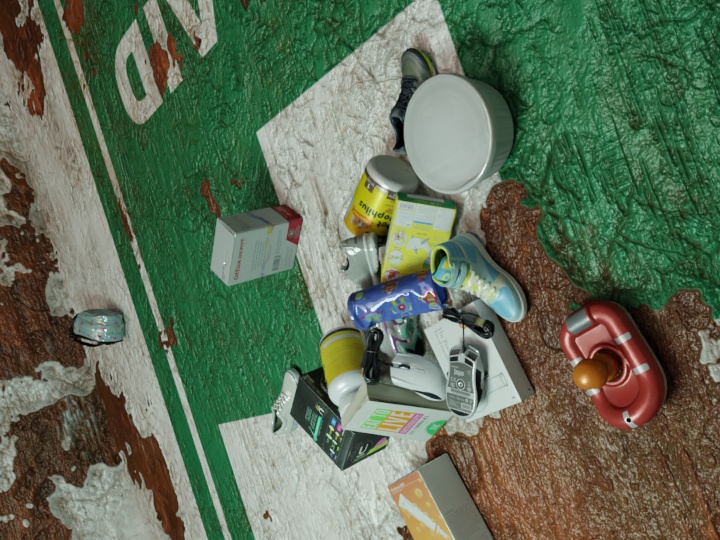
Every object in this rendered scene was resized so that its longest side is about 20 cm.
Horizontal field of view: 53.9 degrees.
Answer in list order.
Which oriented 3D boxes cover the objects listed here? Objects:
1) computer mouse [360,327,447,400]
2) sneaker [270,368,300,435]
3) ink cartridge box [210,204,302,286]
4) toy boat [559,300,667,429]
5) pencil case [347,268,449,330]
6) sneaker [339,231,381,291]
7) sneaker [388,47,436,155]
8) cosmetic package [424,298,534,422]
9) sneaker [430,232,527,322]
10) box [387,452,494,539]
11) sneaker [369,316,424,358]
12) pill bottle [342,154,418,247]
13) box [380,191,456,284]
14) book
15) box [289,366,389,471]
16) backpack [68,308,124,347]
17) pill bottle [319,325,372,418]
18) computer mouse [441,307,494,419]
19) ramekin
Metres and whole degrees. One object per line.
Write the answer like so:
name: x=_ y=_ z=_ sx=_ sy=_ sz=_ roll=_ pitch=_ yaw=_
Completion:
computer mouse: x=0.098 y=0.195 z=1.398 sx=0.044 sy=0.198 sz=0.111 roll=131 pitch=156 yaw=-60
sneaker: x=-0.195 y=0.352 z=1.858 sx=0.073 sy=0.070 sz=0.202 roll=29 pitch=123 yaw=39
ink cartridge box: x=-0.248 y=-0.064 z=1.688 sx=0.083 sy=0.199 sz=0.147 roll=38 pitch=127 yaw=33
toy boat: x=0.380 y=0.154 z=1.106 sx=0.130 sy=0.130 sz=0.201 roll=-43 pitch=69 yaw=46
pencil case: x=0.075 y=0.056 z=1.349 sx=0.198 sy=0.078 sz=0.087 roll=-17 pitch=125 yaw=25
sneaker: x=0.000 y=0.000 z=1.433 sx=0.075 sy=0.081 sz=0.201 roll=-87 pitch=-7 yaw=-47
sneaker: x=0.095 y=-0.309 z=1.317 sx=0.073 sy=0.080 sz=0.202 roll=9 pitch=109 yaw=46
cosmetic package: x=0.223 y=0.172 z=1.351 sx=0.151 sy=0.051 sz=0.202 roll=-36 pitch=75 yaw=44
sneaker: x=0.199 y=0.024 z=1.268 sx=0.200 sy=0.130 sz=0.080 roll=51 pitch=132 yaw=25
box: x=0.166 y=0.509 z=1.484 sx=0.124 sy=0.097 sz=0.201 roll=-45 pitch=68 yaw=45
sneaker: x=0.059 y=0.095 z=1.488 sx=0.139 sy=0.077 sz=0.202 roll=11 pitch=110 yaw=45
pill bottle: x=0.032 y=-0.124 z=1.424 sx=0.109 sy=0.109 sz=0.201 roll=48 pitch=133 yaw=26
box: x=0.107 y=-0.044 z=1.365 sx=0.048 sy=0.116 sz=0.202 roll=-89 pitch=9 yaw=-63
book: x=0.075 y=0.295 z=1.453 sx=0.048 sy=0.198 sz=0.134 roll=-97 pitch=28 yaw=-42
box: x=-0.039 y=0.324 z=1.616 sx=0.200 sy=0.148 sz=0.125 roll=39 pitch=128 yaw=33
backpack: x=-0.961 y=0.207 z=2.612 sx=0.199 sy=0.166 sz=0.128 roll=9 pitch=104 yaw=40
pill bottle: x=-0.022 y=0.227 z=1.540 sx=0.201 sy=0.111 sz=0.113 roll=-106 pitch=31 yaw=-46
computer mouse: x=0.197 y=0.173 z=1.313 sx=0.109 sy=0.044 sz=0.202 roll=11 pitch=104 yaw=40
ramekin: x=0.177 y=-0.240 z=1.237 sx=0.201 sy=0.094 sz=0.205 roll=17 pitch=114 yaw=44
